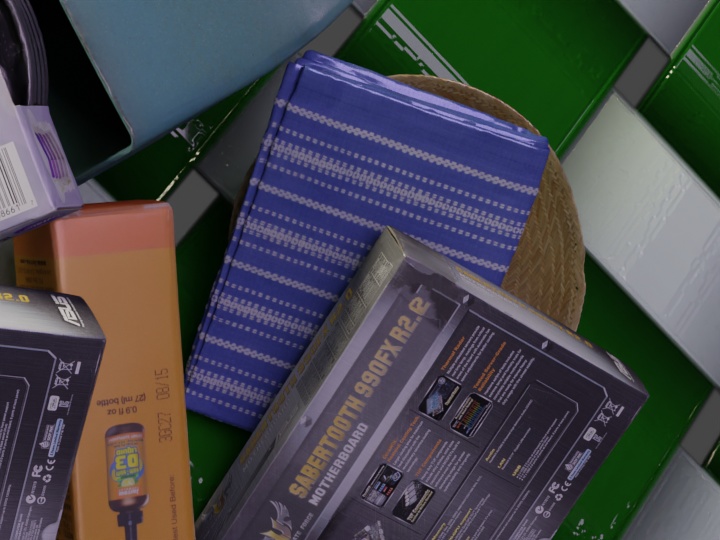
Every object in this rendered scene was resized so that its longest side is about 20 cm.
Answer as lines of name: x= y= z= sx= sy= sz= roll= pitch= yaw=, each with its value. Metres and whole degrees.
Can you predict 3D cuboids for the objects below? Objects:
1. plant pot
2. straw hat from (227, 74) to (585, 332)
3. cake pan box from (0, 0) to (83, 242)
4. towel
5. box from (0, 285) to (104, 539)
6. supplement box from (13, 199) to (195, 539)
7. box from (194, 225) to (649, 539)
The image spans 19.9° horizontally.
plant pot: x=-0.106 y=-0.142 z=1.047 sx=0.200 sy=0.141 sz=0.142 roll=-31 pitch=95 yaw=-38
straw hat: x=0.024 y=-0.014 z=1.109 sx=0.200 sy=0.085 sz=0.202 roll=0 pitch=106 yaw=-1
cake pan box: x=-0.244 y=-0.080 z=0.938 sx=0.199 sy=0.052 sz=0.185 roll=-23 pitch=91 yaw=10
towel: x=0.000 y=0.000 z=1.059 sx=0.144 sy=0.024 sz=0.201 roll=18 pitch=106 yaw=-9
box: x=-0.215 y=0.102 z=0.913 sx=0.157 sy=0.048 sz=0.201 roll=7 pitch=109 yaw=-26
supplement box: x=-0.125 y=0.068 z=1.003 sx=0.066 sy=0.069 sz=0.202 roll=-6 pitch=93 yaw=-30
box: x=0.028 y=0.101 z=1.055 sx=0.158 sy=0.048 sz=0.201 roll=29 pitch=101 yaw=-19
